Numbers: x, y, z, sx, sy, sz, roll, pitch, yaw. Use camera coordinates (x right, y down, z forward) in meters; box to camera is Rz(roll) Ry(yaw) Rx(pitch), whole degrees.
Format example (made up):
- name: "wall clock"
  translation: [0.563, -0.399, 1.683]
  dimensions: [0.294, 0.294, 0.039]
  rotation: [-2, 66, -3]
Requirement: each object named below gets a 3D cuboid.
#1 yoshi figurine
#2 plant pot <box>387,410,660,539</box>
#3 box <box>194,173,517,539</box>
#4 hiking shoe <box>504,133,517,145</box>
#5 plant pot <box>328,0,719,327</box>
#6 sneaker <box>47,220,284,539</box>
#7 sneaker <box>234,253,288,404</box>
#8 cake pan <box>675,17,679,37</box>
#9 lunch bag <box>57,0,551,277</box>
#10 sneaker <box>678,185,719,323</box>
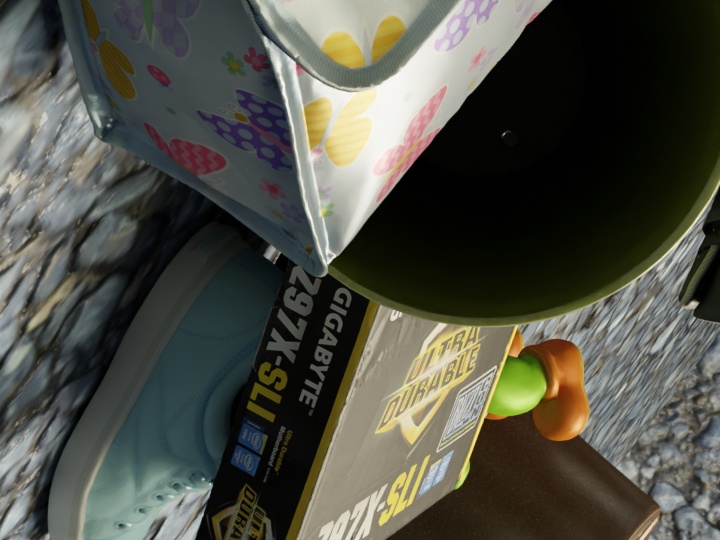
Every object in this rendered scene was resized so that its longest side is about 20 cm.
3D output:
- name: "yoshi figurine"
  translation: [0.024, 0.083, 1.366]
  dimensions: [0.200, 0.112, 0.112]
  rotation: [-3, 143, -40]
- name: "plant pot"
  translation: [0.060, 0.144, 1.521]
  dimensions: [0.200, 0.198, 0.200]
  rotation: [-50, 168, -15]
- name: "box"
  translation: [0.010, 0.046, 1.095]
  dimensions: [0.200, 0.049, 0.160]
  rotation: [-26, 141, -62]
- name: "hiking shoe"
  translation: [0.046, -0.016, 1.324]
  dimensions: [0.200, 0.076, 0.101]
  rotation: [-44, 161, -40]
- name: "plant pot"
  translation: [0.051, -0.080, 1.006]
  dimensions: [0.187, 0.187, 0.200]
  rotation: [-55, 180, 5]
- name: "sneaker"
  translation: [-0.077, 0.076, 1.119]
  dimensions: [0.074, 0.082, 0.200]
  rotation: [-37, 159, -49]
- name: "sneaker"
  translation: [0.000, 0.000, 1.171]
  dimensions: [0.200, 0.075, 0.079]
  rotation: [-56, -174, 9]
- name: "cake pan"
  translation: [0.131, -0.139, 1.091]
  dimensions: [0.037, 0.201, 0.200]
  rotation: [-10, 161, -2]
- name: "lunch bag"
  translation: [-0.005, -0.121, 0.773]
  dimensions: [0.170, 0.127, 0.200]
  rotation: [-49, 157, -22]
- name: "sneaker"
  translation: [0.169, -0.054, 0.981]
  dimensions: [0.146, 0.077, 0.202]
  rotation: [-65, 151, -16]
